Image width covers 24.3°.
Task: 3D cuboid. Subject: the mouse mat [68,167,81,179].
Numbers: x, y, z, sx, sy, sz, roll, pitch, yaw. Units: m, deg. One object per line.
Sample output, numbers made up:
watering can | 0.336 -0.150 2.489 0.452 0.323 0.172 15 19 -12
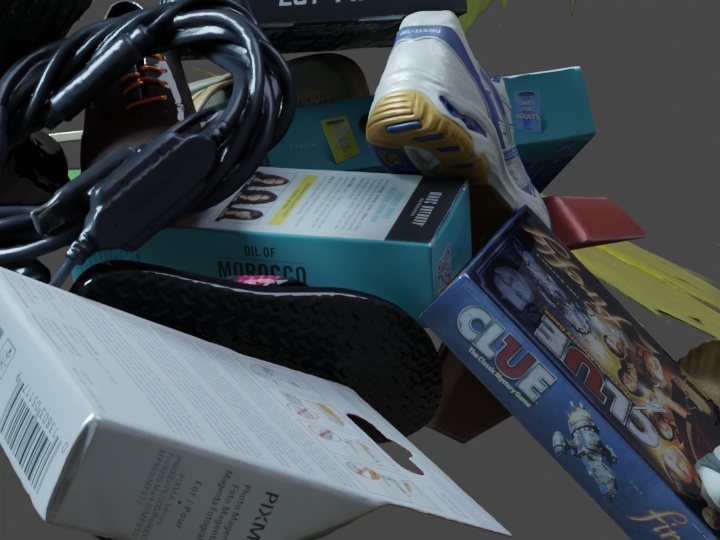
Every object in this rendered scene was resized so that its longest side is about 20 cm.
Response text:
mouse mat | -0.119 -0.031 1.172 0.200 0.008 0.161 24 10 15

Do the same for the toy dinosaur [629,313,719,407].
toy dinosaur | 0.211 0.093 0.966 0.200 0.101 0.058 26 11 17

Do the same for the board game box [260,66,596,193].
board game box | 0.030 -0.071 1.058 0.199 0.047 0.151 -9 -12 -11

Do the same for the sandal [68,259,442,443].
sandal | -0.049 0.033 0.817 0.199 0.075 0.045 15 11 -22

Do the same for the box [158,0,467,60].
box | -0.036 -0.157 0.989 0.160 0.044 0.200 -5 3 -8

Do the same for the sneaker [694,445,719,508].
sneaker | 0.231 0.129 0.795 0.200 0.074 0.087 31 38 -38

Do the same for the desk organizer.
desk organizer | 0.088 0.055 0.997 0.077 0.072 0.200 26 11 5

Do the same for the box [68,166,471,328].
box | -0.047 -0.016 0.884 0.199 0.049 0.082 5 28 17

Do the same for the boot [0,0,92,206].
boot | -0.199 -0.103 0.943 0.079 0.158 0.211 23 11 6

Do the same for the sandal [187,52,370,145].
sandal | -0.084 -0.092 1.108 0.200 0.081 0.054 -16 8 34

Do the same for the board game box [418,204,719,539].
board game box | 0.127 0.065 0.845 0.200 0.035 0.135 46 25 0

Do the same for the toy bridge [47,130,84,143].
toy bridge | -0.147 -0.054 1.061 0.200 0.067 0.027 25 11 9

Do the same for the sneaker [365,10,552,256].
sneaker | 0.068 -0.066 0.941 0.075 0.088 0.200 0 -29 22

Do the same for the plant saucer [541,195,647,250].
plant saucer | 0.085 -0.022 1.180 0.199 0.037 0.200 -9 -1 20

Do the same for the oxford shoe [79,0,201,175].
oxford shoe | -0.121 -0.085 0.893 0.071 0.073 0.200 -10 29 -11

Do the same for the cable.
cable | -0.125 -0.067 0.816 0.163 0.200 0.051 18 -37 40

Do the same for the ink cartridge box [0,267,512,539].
ink cartridge box | -0.059 0.071 0.697 0.200 0.057 0.163 26 7 -33
